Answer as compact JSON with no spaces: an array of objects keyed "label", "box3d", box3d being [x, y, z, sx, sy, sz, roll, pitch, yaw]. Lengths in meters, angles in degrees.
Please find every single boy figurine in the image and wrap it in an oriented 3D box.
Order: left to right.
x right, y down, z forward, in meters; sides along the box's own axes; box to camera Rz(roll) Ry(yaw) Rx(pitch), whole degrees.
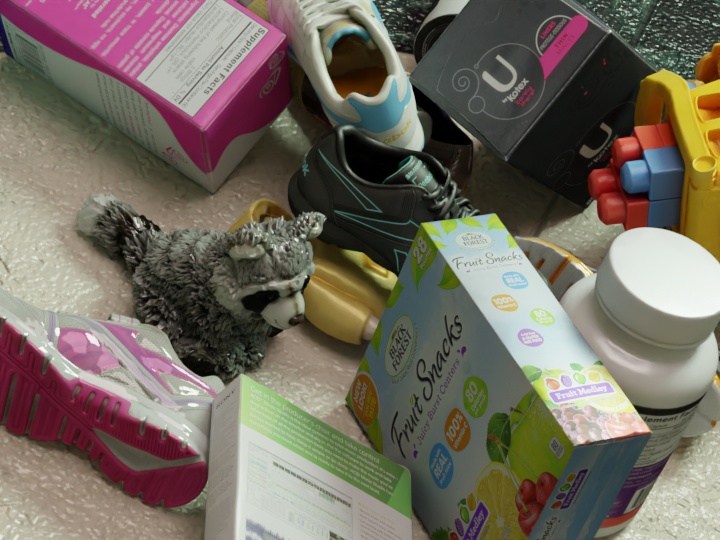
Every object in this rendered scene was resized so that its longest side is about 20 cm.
[{"label":"boy figurine","box3d":[0.000,0.000,1.655,0.200,0.064,0.124,20,43,-6]}]

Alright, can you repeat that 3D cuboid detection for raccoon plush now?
[{"label":"raccoon plush","box3d":[-0.114,-0.018,1.570,0.200,0.134,0.097,33,43,14]}]

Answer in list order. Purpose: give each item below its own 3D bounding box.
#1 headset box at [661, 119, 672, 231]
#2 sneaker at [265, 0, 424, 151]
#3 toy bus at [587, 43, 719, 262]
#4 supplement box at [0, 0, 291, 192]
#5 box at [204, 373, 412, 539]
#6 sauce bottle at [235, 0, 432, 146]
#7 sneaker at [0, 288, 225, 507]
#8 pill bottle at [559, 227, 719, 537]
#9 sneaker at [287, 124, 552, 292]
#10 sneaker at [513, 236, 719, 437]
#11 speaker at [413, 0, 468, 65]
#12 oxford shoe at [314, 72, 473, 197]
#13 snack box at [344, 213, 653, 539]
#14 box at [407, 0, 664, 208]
[{"label":"headset box","box3d":[0.306,-0.036,1.809,0.148,0.075,0.200,13,42,-8]},{"label":"sneaker","box3d":[-0.013,-0.165,1.669,0.076,0.081,0.200,-26,55,-6]},{"label":"toy bus","box3d":[0.258,-0.091,1.713,0.192,0.136,0.200,-6,43,-2]},{"label":"supplement box","box3d":[-0.158,-0.163,1.712,0.200,0.101,0.103,35,71,15]},{"label":"box","box3d":[-0.030,0.172,1.436,0.144,0.036,0.200,32,36,-26]},{"label":"sauce bottle","box3d":[-0.024,-0.145,1.748,0.065,0.065,0.200,-16,42,-35]},{"label":"sneaker","box3d":[-0.171,0.068,1.505,0.200,0.081,0.088,33,40,1]},{"label":"pill bottle","box3d":[0.166,0.072,1.538,0.111,0.200,0.111,13,40,-11]},{"label":"sneaker","box3d":[0.045,-0.028,1.599,0.200,0.079,0.075,29,43,2]},{"label":"sneaker","box3d":[0.183,0.043,1.683,0.200,0.078,0.077,39,31,15]},{"label":"speaker","box3d":[0.107,-0.226,1.929,0.081,0.081,0.200,23,41,2]},{"label":"oxford shoe","box3d":[0.019,-0.131,1.795,0.071,0.073,0.200,-23,57,-40]},{"label":"snack box","box3d":[0.082,0.092,1.507,0.068,0.169,0.200,-7,46,-31]},{"label":"box","box3d":[0.141,-0.137,1.748,0.106,0.122,0.200,42,9,23]}]
